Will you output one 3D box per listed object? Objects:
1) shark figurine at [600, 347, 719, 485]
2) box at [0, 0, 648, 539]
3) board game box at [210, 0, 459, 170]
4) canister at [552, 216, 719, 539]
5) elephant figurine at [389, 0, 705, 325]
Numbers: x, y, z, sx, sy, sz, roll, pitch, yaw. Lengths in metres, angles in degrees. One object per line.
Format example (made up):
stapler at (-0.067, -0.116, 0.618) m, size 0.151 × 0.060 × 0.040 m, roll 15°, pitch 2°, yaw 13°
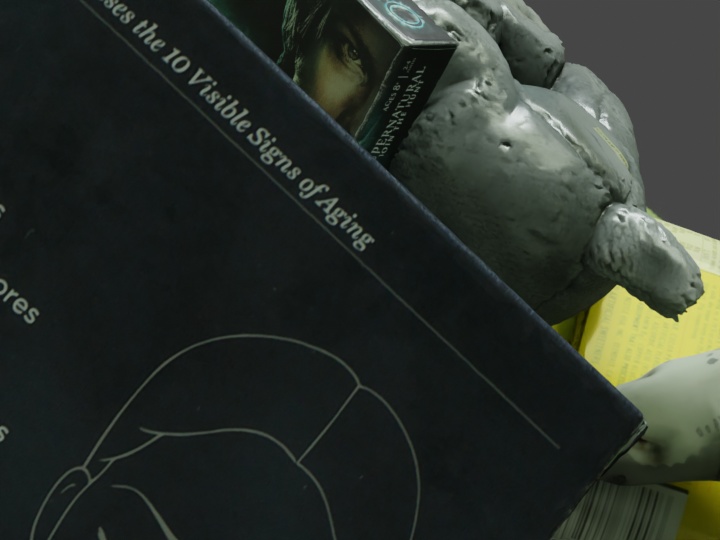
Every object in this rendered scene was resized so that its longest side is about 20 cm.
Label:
shark figurine at (0.180, 0.081, 0.899) m, size 0.214 × 0.128 × 0.090 m, roll 38°, pitch -13°, yaw 37°
box at (-0.076, 0.046, 0.675) m, size 0.200 × 0.197 × 0.124 m, roll 43°, pitch -13°, yaw -10°
board game box at (-0.065, -0.081, 0.920) m, size 0.028 × 0.136 × 0.200 m, roll -5°, pitch 43°, yaw -47°
canister at (0.159, 0.072, 0.996) m, size 0.199 × 0.087 × 0.149 m, roll 19°, pitch 66°, yaw -3°
elephant figurine at (0.000, 0.000, 0.977) m, size 0.141 × 0.200 × 0.155 m, roll 41°, pitch 18°, yaw -12°
